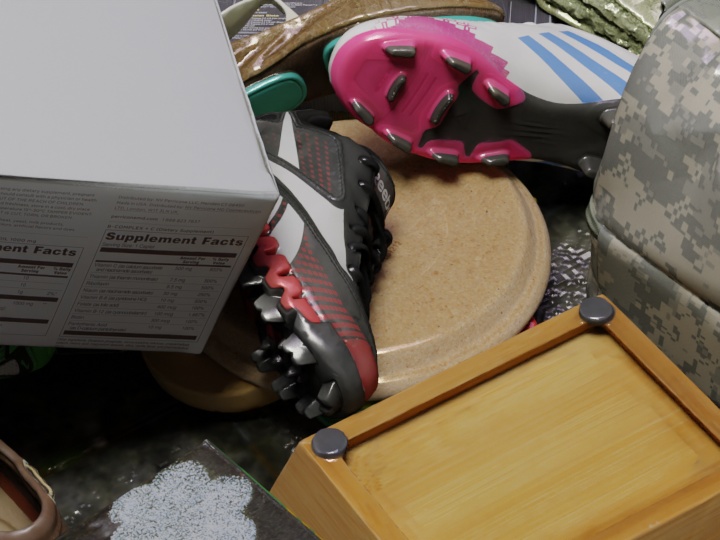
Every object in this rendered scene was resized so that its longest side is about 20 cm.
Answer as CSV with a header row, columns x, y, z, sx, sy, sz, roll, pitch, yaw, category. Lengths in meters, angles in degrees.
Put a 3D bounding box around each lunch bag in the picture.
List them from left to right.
x,y,z,sx,sy,sz,roll,pitch,yaw,category
0.209,-0.024,1.159,0.139,0.168,0.200,-30,51,-23,lunch bag

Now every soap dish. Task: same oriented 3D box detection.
x,y,z,sx,sy,sz,roll,pitch,yaw,category
0.077,0.104,1.102,0.200,0.081,0.157,-25,48,-20,soap dish

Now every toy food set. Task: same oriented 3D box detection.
x,y,z,sx,sy,sz,roll,pitch,yaw,category
0.000,0.000,1.237,0.198,0.049,0.200,10,46,14,toy food set

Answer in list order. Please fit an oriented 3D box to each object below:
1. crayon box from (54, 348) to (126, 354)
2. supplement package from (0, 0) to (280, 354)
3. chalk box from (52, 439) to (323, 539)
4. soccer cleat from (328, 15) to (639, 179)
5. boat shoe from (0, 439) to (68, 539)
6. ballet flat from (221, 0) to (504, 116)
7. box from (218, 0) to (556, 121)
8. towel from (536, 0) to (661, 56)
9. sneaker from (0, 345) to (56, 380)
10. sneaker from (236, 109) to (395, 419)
x,y,z,sx,sy,sz,roll,pitch,yaw,category
-0.177,-0.042,1.292,0.127,0.051,0.200,-1,45,3,crayon box
-0.146,-0.076,1.123,0.156,0.111,0.200,3,48,-26,supplement package
-0.041,0.191,0.998,0.125,0.124,0.200,-32,52,-26,chalk box
0.072,-0.094,1.253,0.200,0.070,0.086,13,35,-22,soccer cleat
-0.202,0.084,1.150,0.202,0.075,0.075,30,54,30,boat shoe
-0.028,-0.118,1.287,0.200,0.068,0.072,-22,63,3,ballet flat
0.009,-0.143,1.379,0.200,0.048,0.159,1,45,5,box
0.164,-0.168,1.359,0.200,0.037,0.148,34,45,14,towel
-0.171,-0.025,1.198,0.085,0.078,0.200,3,54,-2,sneaker
-0.020,-0.012,1.162,0.098,0.071,0.201,-17,42,-11,sneaker
